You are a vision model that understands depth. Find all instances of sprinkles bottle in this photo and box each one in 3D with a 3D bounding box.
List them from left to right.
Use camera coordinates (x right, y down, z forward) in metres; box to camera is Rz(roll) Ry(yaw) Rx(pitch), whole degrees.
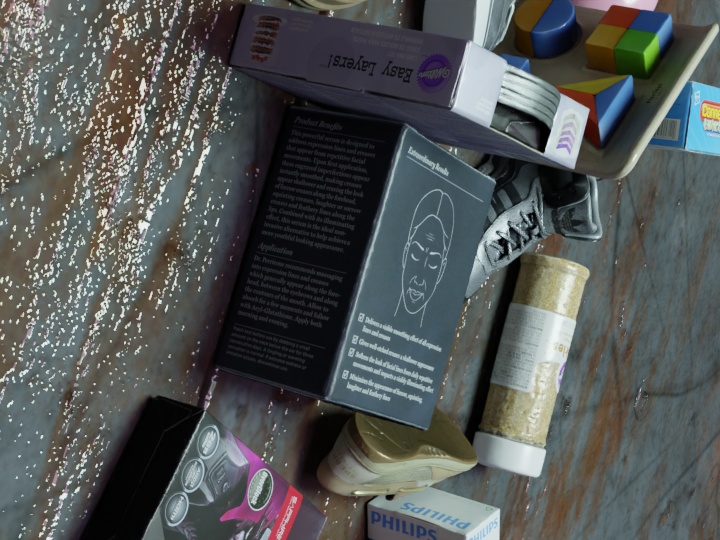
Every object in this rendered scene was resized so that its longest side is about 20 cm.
[{"bbox_3d":[0.157,0.087,1.436,0.068,0.068,0.202,20,83,-56],"label":"sprinkles bottle"}]

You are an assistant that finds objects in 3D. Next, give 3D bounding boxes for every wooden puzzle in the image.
[{"bbox_3d":[0.164,-0.161,1.246,0.186,0.199,0.047,-54,139,-31],"label":"wooden puzzle"}]

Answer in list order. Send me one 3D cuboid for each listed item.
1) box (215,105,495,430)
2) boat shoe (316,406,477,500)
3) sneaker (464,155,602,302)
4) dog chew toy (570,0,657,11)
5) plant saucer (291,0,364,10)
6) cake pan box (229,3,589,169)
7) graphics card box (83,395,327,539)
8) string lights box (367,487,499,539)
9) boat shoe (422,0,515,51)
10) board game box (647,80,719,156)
[{"bbox_3d":[0.000,0.000,1.138,0.148,0.106,0.202,25,80,-56],"label":"box"},{"bbox_3d":[0.031,0.154,1.280,0.065,0.072,0.199,-46,157,18],"label":"boat shoe"},{"bbox_3d":[0.140,-0.039,1.327,0.201,0.113,0.076,-54,140,-31],"label":"sneaker"},{"bbox_3d":[0.212,-0.262,1.366,0.125,0.124,0.201,-44,142,-40],"label":"dog chew toy"},{"bbox_3d":[0.012,-0.271,1.081,0.200,0.029,0.201,-38,148,-29],"label":"plant saucer"},{"bbox_3d":[0.039,-0.125,1.073,0.184,0.199,0.053,13,92,-54],"label":"cake pan box"},{"bbox_3d":[-0.106,0.188,1.092,0.200,0.051,0.126,51,59,-49],"label":"graphics card box"},{"bbox_3d":[0.062,0.292,1.327,0.059,0.102,0.202,-24,120,-50],"label":"string lights box"},{"bbox_3d":[0.100,-0.254,1.197,0.068,0.071,0.202,-26,135,-43],"label":"boat shoe"},{"bbox_3d":[0.236,-0.139,1.362,0.195,0.199,0.057,-1,100,-56],"label":"board game box"}]
